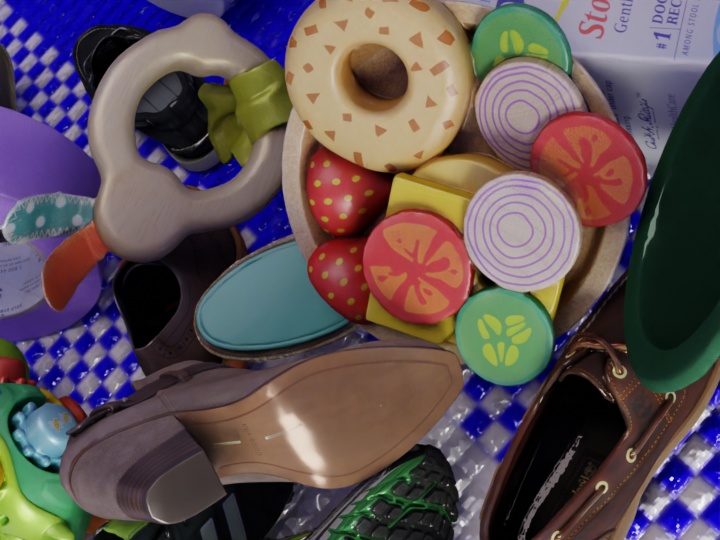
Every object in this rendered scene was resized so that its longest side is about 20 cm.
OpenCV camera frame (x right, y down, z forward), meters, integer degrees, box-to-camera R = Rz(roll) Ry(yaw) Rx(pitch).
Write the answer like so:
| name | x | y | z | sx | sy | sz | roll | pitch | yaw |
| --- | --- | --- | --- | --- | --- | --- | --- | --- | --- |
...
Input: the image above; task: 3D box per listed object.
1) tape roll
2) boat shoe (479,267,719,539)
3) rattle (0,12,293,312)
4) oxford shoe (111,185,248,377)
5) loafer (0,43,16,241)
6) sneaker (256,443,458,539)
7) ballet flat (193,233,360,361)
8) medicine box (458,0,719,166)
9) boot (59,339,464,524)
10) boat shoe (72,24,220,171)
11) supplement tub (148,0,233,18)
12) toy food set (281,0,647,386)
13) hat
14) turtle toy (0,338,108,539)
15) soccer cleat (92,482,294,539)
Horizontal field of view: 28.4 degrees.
| name | x | y | z | sx | sy | sz | roll | pitch | yaw |
| --- | --- | --- | --- | --- | --- | --- | --- | --- | --- |
| tape roll | -0.266 | -0.028 | 0.931 | 0.200 | 0.200 | 0.066 | -15 | 55 | 25 |
| boat shoe | 0.123 | 0.068 | 0.707 | 0.070 | 0.070 | 0.200 | 13 | 68 | 40 |
| rattle | -0.134 | -0.057 | 0.885 | 0.200 | 0.130 | 0.143 | -53 | 23 | -10 |
| oxford shoe | -0.116 | -0.001 | 0.894 | 0.071 | 0.073 | 0.200 | -35 | 38 | 13 |
| loafer | -0.283 | -0.093 | 1.073 | 0.068 | 0.076 | 0.201 | -12 | 65 | 25 |
| sneaker | -0.034 | 0.159 | 0.745 | 0.200 | 0.078 | 0.085 | -42 | 43 | 1 |
| ballet flat | 0.000 | 0.000 | 0.828 | 0.200 | 0.065 | 0.071 | -24 | 79 | 5 |
| medicine box | 0.152 | -0.161 | 0.786 | 0.199 | 0.103 | 0.183 | 7 | 65 | 21 |
| boot | -0.063 | 0.074 | 0.755 | 0.200 | 0.070 | 0.146 | -19 | 14 | -19 |
| boat shoe | -0.163 | -0.140 | 1.025 | 0.075 | 0.066 | 0.199 | -44 | 48 | 2 |
| supplement tub | -0.104 | -0.298 | 1.035 | 0.144 | 0.144 | 0.200 | 16 | 71 | 38 |
| toy food set | 0.046 | -0.043 | 0.732 | 0.197 | 0.049 | 0.201 | 18 | 112 | 18 |
| hat | 0.230 | 0.005 | 0.647 | 0.166 | 0.176 | 0.201 | -111 | 38 | -78 |
| turtle toy | -0.221 | 0.107 | 0.871 | 0.101 | 0.146 | 0.200 | -36 | 45 | -21 |
| soccer cleat | -0.098 | 0.141 | 0.794 | 0.067 | 0.081 | 0.200 | 20 | 72 | 39 |
